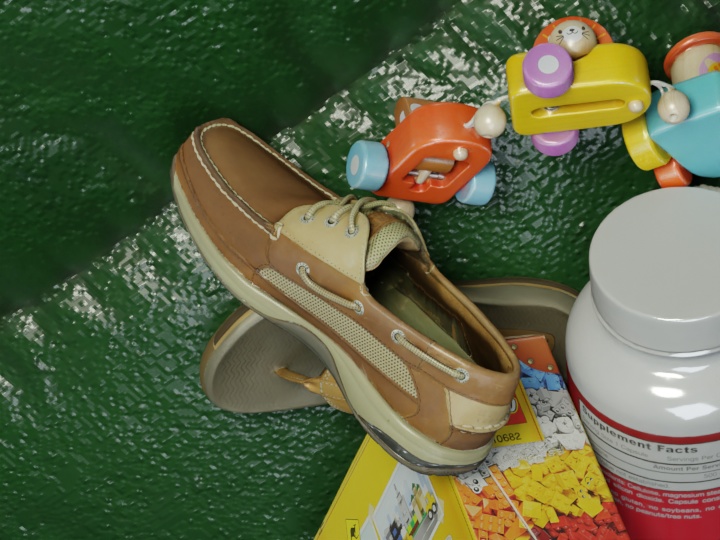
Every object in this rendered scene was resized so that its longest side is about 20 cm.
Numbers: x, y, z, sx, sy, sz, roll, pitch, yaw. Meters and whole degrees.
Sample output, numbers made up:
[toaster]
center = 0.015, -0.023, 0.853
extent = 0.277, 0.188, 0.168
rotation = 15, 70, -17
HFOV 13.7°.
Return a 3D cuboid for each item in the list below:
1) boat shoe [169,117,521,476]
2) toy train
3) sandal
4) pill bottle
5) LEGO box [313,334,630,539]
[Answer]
[boat shoe]
center = 0.000, 0.000, 1.353
extent = 0.200, 0.076, 0.074
rotation = 45, 128, 13
[toy train]
center = 0.100, -0.070, 1.378
extent = 0.199, 0.056, 0.150
rotation = 5, 153, -20
[sandal]
center = 0.021, 0.044, 1.453
extent = 0.198, 0.054, 0.081
rotation = -1, 129, -5
[pill bottle]
center = 0.155, 0.061, 1.427
extent = 0.111, 0.113, 0.201
rotation = -7, 136, 1
[LEGO box]
center = 0.050, 0.151, 1.444
extent = 0.077, 0.150, 0.200
rotation = -6, 147, -24
